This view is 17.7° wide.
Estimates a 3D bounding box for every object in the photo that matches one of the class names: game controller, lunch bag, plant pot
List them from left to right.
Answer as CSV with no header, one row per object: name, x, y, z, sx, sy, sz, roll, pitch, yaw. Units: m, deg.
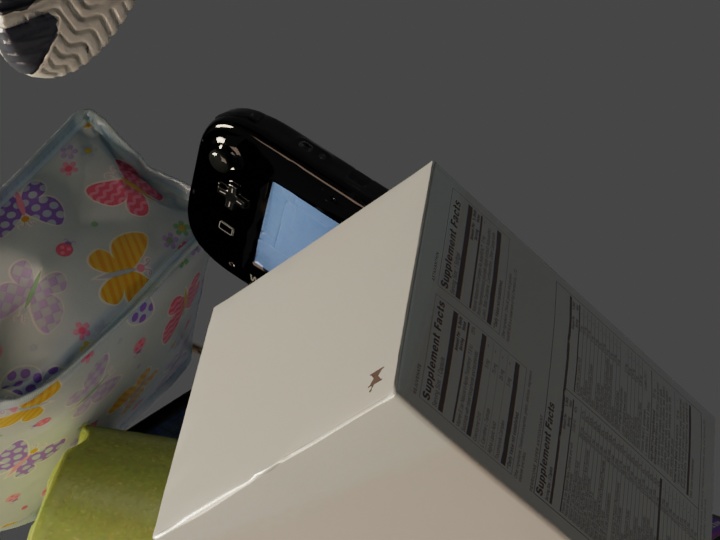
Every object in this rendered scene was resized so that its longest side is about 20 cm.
lunch bag,-0.181,0.039,1.255,0.127,0.200,0.170,34,149,11
plant pot,-0.079,0.168,1.216,0.183,0.201,0.201,16,145,5
game controller,0.000,0.000,1.147,0.200,0.042,0.105,33,132,14

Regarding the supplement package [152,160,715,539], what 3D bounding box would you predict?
supplement package,0.040,0.092,1.047,0.152,0.151,0.200,-33,119,33

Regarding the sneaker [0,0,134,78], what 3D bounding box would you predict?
sneaker,-0.148,-0.186,0.999,0.129,0.079,0.200,12,107,59

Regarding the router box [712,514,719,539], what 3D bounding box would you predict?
router box,0.108,0.204,1.200,0.149,0.051,0.201,17,110,34

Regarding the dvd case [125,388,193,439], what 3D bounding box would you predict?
dvd case,-0.029,0.137,1.303,0.142,0.018,0.200,-32,110,14
